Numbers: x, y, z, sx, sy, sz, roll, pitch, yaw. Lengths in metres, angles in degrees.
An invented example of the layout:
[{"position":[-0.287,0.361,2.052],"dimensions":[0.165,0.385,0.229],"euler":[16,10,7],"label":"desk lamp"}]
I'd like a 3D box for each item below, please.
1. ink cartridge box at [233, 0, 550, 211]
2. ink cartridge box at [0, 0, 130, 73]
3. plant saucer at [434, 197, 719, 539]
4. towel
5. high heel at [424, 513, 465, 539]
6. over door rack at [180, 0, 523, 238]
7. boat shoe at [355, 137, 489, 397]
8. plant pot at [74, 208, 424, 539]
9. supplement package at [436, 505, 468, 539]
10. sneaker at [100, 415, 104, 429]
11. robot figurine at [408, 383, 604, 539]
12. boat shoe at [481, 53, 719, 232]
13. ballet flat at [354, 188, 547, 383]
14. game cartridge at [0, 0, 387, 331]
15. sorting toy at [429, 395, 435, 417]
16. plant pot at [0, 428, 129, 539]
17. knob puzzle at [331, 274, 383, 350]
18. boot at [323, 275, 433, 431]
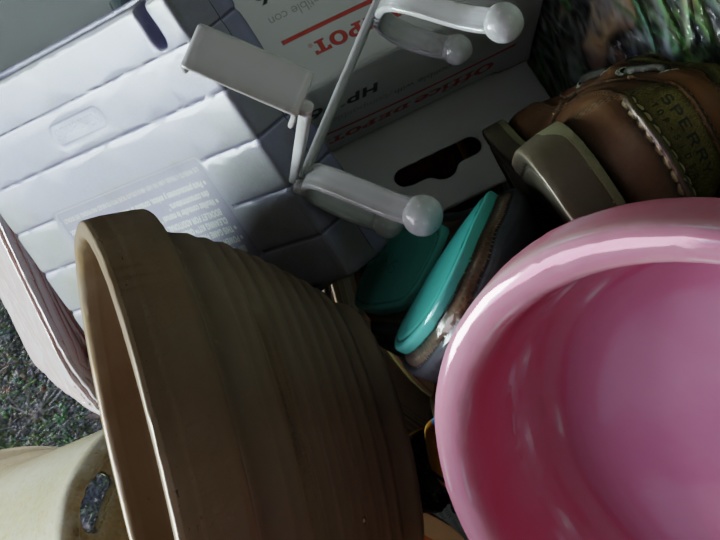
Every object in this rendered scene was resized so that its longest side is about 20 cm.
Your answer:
[{"position":[-0.006,-0.121,0.774],"dimensions":[0.201,0.116,0.068],"euler":[60,167,19],"label":"ink cartridge box"},{"position":[-0.102,-0.154,0.926],"dimensions":[0.145,0.199,0.145],"euler":[67,169,-11],"label":"ink cartridge box"},{"position":[0.119,0.059,0.546],"dimensions":[0.199,0.051,0.201],"euler":[19,133,21],"label":"plant saucer"},{"position":[-0.173,-0.025,0.960],"dimensions":[0.192,0.032,0.200],"euler":[66,168,-9],"label":"towel"},{"position":[0.022,0.147,0.928],"dimensions":[0.200,0.067,0.096],"euler":[44,175,-40],"label":"high heel"},{"position":[0.018,-0.093,0.608],"dimensions":[0.066,0.149,0.200],"euler":[20,174,11],"label":"over door rack"},{"position":[0.033,-0.013,0.941],"dimensions":[0.068,0.072,0.201],"euler":[-133,23,-62],"label":"boat shoe"},{"position":[-0.036,0.071,0.702],"dimensions":[0.201,0.092,0.202],"euler":[167,90,-77],"label":"plant pot"},{"position":[0.030,0.201,1.092],"dimensions":[0.110,0.199,0.114],"euler":[57,168,32],"label":"supplement package"},{"position":[-0.106,0.092,1.061],"dimensions":[0.080,0.071,0.201],"euler":[-158,46,-78],"label":"sneaker"},{"position":[0.081,0.064,0.717],"dimensions":[0.200,0.144,0.059],"euler":[-154,59,-78],"label":"robot figurine"},{"position":[0.089,-0.033,0.657],"dimensions":[0.072,0.068,0.200],"euler":[56,-179,-7],"label":"boat shoe"},{"position":[0.045,0.012,0.663],"dimensions":[0.200,0.073,0.073],"euler":[-172,57,-83],"label":"ballet flat"},{"position":[-0.083,-0.037,0.779],"dimensions":[0.200,0.038,0.130],"euler":[-15,117,53],"label":"game cartridge"},{"position":[0.125,0.165,0.908],"dimensions":[0.199,0.069,0.201],"euler":[46,158,58],"label":"sorting toy"},{"position":[-0.110,0.153,0.915],"dimensions":[0.183,0.200,0.201],"euler":[-37,78,52],"label":"plant pot"},{"position":[0.000,0.000,0.877],"dimensions":[0.220,0.030,0.221],"euler":[165,90,-89],"label":"knob puzzle"},{"position":[0.020,0.024,1.026],"dimensions":[0.146,0.201,0.070],"euler":[30,174,-27],"label":"boot"}]
